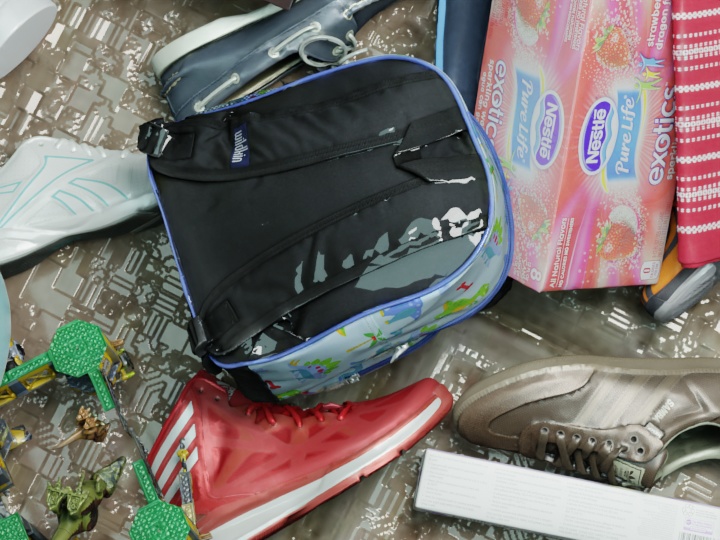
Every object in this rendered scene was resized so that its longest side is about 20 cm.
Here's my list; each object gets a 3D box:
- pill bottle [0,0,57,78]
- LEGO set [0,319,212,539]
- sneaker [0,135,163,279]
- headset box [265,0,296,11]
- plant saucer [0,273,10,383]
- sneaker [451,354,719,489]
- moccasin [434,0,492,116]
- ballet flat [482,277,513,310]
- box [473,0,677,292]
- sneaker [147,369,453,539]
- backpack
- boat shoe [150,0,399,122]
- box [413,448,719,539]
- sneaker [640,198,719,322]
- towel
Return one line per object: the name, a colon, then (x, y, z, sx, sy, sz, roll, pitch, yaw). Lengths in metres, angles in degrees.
pill bottle: (-0.290, -0.213, 1.595, 0.200, 0.111, 0.111, 43, 85, 4)
LEGO set: (-0.178, 0.140, 1.557, 0.153, 0.116, 0.200, -34, 68, -4)
sneaker: (-0.182, -0.056, 1.597, 0.199, 0.070, 0.081, -17, 81, -1)
headset box: (-0.103, -0.262, 1.575, 0.199, 0.149, 0.077, 26, 121, 3)
plant saucer: (-0.310, 0.055, 1.554, 0.199, 0.027, 0.201, -13, 61, 24)
sneaker: (0.159, 0.100, 1.565, 0.199, 0.071, 0.076, -6, 55, -2)
moccasin: (0.081, -0.126, 1.598, 0.068, 0.080, 0.201, 2, 84, 1)
ballet flat: (0.000, 0.000, 1.595, 0.199, 0.057, 0.067, -4, 83, 0)
box: (0.136, -0.096, 1.532, 0.102, 0.095, 0.201, -3, 111, -35)
sneaker: (-0.048, 0.096, 1.575, 0.199, 0.078, 0.116, -31, 86, -4)
backpack: (-0.008, -0.029, 1.507, 0.199, 0.147, 0.184, -21, 68, 10)
boat shoe: (-0.037, -0.150, 1.604, 0.199, 0.075, 0.062, -23, 82, -1)
box: (0.134, 0.153, 1.586, 0.199, 0.039, 0.042, 10, 82, 1)
sneaker: (0.219, -0.068, 1.601, 0.112, 0.078, 0.200, 37, 75, 9)
towel: (0.248, -0.107, 1.524, 0.144, 0.022, 0.201, -12, 106, -31)
